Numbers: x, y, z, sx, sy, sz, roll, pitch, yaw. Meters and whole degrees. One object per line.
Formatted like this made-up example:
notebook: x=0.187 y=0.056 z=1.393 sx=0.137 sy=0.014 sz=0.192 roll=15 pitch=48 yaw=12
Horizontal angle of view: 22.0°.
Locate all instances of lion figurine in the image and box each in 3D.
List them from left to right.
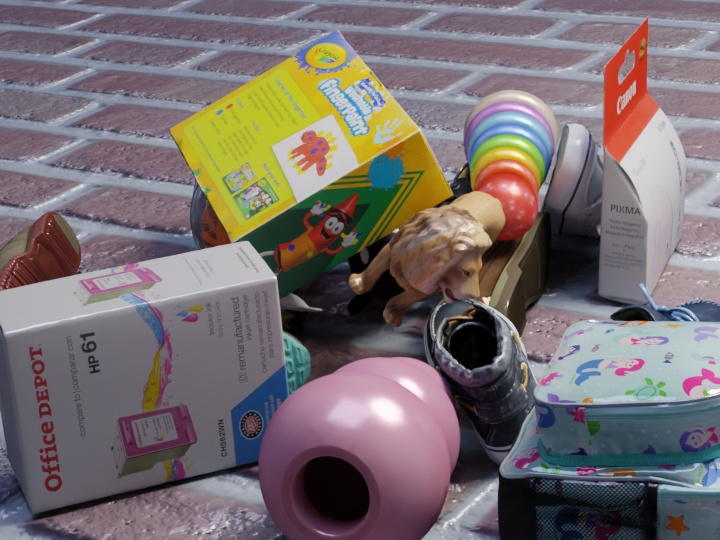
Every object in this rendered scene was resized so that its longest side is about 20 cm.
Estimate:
lion figurine: x=0.067 y=-0.024 z=1.401 sx=0.122 sy=0.072 sz=0.200 roll=-42 pitch=5 yaw=30

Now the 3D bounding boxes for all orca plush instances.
orca plush: x=0.000 y=0.000 z=1.577 sx=0.071 sy=0.105 sz=0.200 roll=-52 pitch=22 yaw=-6

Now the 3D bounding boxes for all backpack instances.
backpack: x=0.197 y=0.115 z=1.147 sx=0.199 sy=0.151 sz=0.178 roll=7 pitch=23 yaw=18

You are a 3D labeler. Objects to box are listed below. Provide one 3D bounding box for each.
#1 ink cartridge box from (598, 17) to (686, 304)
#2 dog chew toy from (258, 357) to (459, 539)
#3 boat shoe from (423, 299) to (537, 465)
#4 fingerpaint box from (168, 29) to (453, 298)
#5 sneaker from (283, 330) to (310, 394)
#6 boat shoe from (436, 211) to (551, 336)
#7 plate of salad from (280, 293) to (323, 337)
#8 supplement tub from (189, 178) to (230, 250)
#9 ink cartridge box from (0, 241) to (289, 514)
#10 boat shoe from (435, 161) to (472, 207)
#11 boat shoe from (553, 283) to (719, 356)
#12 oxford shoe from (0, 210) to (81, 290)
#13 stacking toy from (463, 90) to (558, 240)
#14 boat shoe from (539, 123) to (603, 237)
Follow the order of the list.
ink cartridge box: x=0.242 y=-0.094 z=1.567 sx=0.057 sy=0.201 sz=0.163 roll=11 pitch=26 yaw=17
dog chew toy: x=0.010 y=0.114 z=1.230 sx=0.124 sy=0.125 sz=0.200 roll=1 pitch=15 yaw=17
boat shoe: x=0.083 y=0.051 z=1.350 sx=0.071 sy=0.091 sz=0.200 roll=-27 pitch=31 yaw=-1
fingerpaint box: x=-0.043 y=-0.085 z=1.461 sx=0.166 sy=0.074 sz=0.200 roll=-31 pitch=35 yaw=-3
sneaker: x=-0.137 y=0.066 z=1.446 sx=0.199 sy=0.078 sz=0.091 roll=-1 pitch=14 yaw=3
boat shoe: x=0.112 y=0.001 z=1.538 sx=0.068 sy=0.072 sz=0.200 roll=3 pitch=23 yaw=18
plate of salad: x=-0.130 y=0.032 z=1.527 sx=0.199 sy=0.048 sz=0.200 roll=6 pitch=-2 yaw=0
supplement tub: x=-0.090 y=-0.060 z=1.657 sx=0.122 sy=0.123 sz=0.200 roll=-6 pitch=17 yaw=-1
ink cartridge box: x=-0.157 y=0.075 z=1.324 sx=0.199 sy=0.145 sz=0.085 roll=-12 pitch=24 yaw=-15
boat shoe: x=0.087 y=-0.048 z=1.651 sx=0.073 sy=0.065 sz=0.200 roll=-40 pitch=3 yaw=20
boat shoe: x=0.216 y=0.058 z=1.374 sx=0.084 sy=0.069 sz=0.200 roll=12 pitch=28 yaw=37
oxford shoe: x=-0.302 y=0.020 z=1.636 sx=0.075 sy=0.071 sz=0.200 roll=-28 pitch=18 yaw=18
stacking toy: x=0.125 y=-0.080 z=1.567 sx=0.085 sy=0.086 sz=0.200 roll=-3 pitch=26 yaw=8
boat shoe: x=0.197 y=-0.076 z=1.609 sx=0.066 sy=0.074 sz=0.200 roll=15 pitch=-9 yaw=4
